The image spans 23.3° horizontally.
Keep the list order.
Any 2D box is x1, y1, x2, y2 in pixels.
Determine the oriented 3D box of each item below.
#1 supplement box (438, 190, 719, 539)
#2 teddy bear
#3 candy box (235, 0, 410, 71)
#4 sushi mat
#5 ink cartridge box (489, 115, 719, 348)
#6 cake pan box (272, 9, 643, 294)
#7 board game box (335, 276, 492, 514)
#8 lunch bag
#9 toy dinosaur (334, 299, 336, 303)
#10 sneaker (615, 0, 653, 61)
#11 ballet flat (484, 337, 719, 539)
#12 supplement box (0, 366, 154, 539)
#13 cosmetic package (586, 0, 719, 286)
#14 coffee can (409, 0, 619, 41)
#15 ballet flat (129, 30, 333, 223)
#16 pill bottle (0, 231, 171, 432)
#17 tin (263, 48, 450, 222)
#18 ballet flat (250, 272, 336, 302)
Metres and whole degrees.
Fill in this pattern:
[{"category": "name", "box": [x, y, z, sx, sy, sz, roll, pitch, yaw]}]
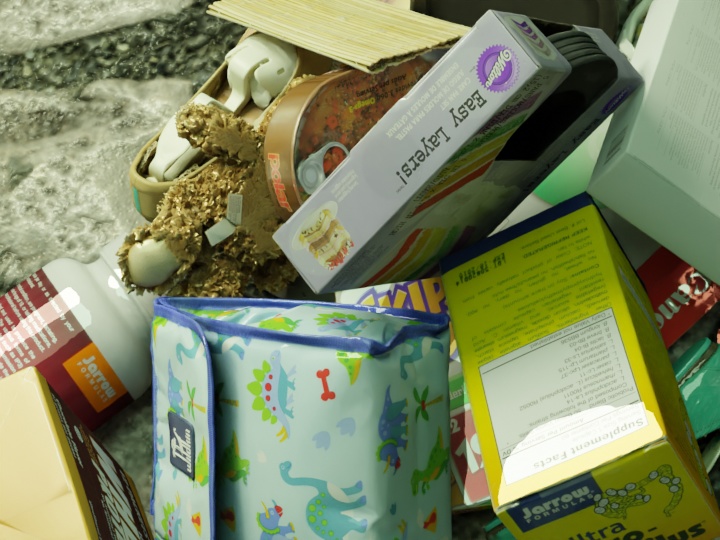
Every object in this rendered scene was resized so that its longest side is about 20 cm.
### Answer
[{"category": "supplement box", "box": [0.131, 0.073, 1.058, 0.108, 0.110, 0.201, -24, 44, 15]}, {"category": "teddy bear", "box": [-0.084, -0.044, 1.180, 0.067, 0.144, 0.201, 7, 70, 59]}, {"category": "candy box", "box": [-0.029, -0.152, 1.304, 0.115, 0.055, 0.201, 24, 71, 22]}, {"category": "sushi mat", "box": [-0.016, -0.170, 1.205, 0.095, 0.012, 0.199, -19, 29, -32]}, {"category": "ink cartridge box", "box": [0.170, -0.015, 1.166, 0.161, 0.050, 0.200, -44, 66, 11]}, {"category": "cake pan box", "box": [0.065, -0.072, 1.047, 0.200, 0.184, 0.052, -45, 75, 21]}, {"category": "board game box", "box": [0.037, 0.062, 1.160, 0.095, 0.030, 0.202, -9, 73, 8]}, {"category": "lunch bag", "box": [-0.050, 0.107, 1.089, 0.198, 0.127, 0.172, 6, 100, 33]}, {"category": "toy dinosaur", "box": [-0.042, 0.092, 1.198, 0.100, 0.058, 0.202, 8, 73, -1]}, {"category": "sneaker", "box": [0.194, -0.132, 1.236, 0.076, 0.081, 0.201, 28, 74, 21]}, {"category": "ballet flat", "box": [0.173, 0.130, 1.118, 0.200, 0.067, 0.071, -40, 87, 1]}, {"category": "supplement box", "box": [-0.240, 0.192, 1.095, 0.196, 0.200, 0.134, -24, 62, -1]}, {"category": "cosmetic package", "box": [0.238, -0.086, 1.126, 0.150, 0.052, 0.201, 33, 48, -8]}, {"category": "coffee can", "box": [0.119, -0.257, 1.260, 0.145, 0.147, 0.202, 2, 56, 12]}, {"category": "ballet flat", "box": [-0.088, -0.116, 1.232, 0.068, 0.063, 0.200, 32, 75, 24]}, {"category": "pill bottle", "box": [-0.217, 0.066, 1.202, 0.199, 0.113, 0.113, -37, 63, -7]}, {"category": "tin", "box": [0.014, -0.087, 1.178, 0.042, 0.113, 0.199, -4, 17, 46]}, {"category": "ballet flat", "box": [0.000, 0.000, 1.235, 0.198, 0.046, 0.068, 14, 95, 23]}]
